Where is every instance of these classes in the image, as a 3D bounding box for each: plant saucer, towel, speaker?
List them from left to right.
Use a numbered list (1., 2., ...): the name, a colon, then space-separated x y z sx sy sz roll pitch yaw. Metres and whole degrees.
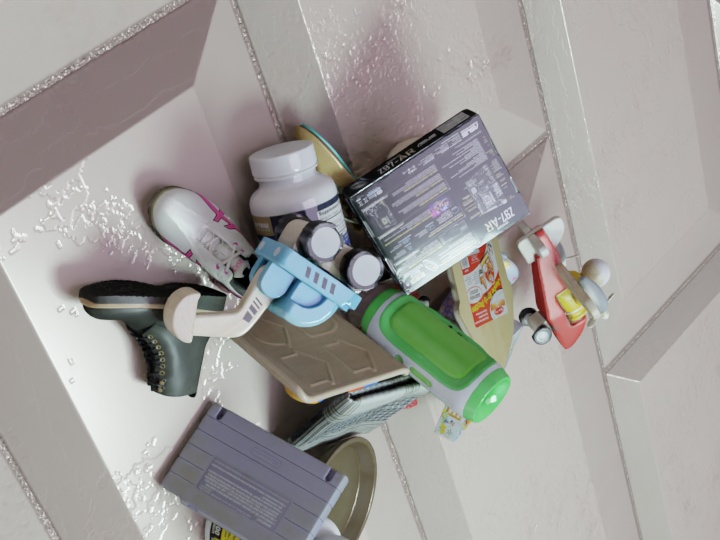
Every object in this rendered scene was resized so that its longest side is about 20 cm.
1. plant saucer: -0.037 0.325 1.736 0.200 0.029 0.200 -38 136 -49
2. towel: 0.004 0.194 1.677 0.200 0.193 0.035 -12 67 -44
3. speaker: 0.096 0.108 1.615 0.088 0.200 0.089 -39 152 -25

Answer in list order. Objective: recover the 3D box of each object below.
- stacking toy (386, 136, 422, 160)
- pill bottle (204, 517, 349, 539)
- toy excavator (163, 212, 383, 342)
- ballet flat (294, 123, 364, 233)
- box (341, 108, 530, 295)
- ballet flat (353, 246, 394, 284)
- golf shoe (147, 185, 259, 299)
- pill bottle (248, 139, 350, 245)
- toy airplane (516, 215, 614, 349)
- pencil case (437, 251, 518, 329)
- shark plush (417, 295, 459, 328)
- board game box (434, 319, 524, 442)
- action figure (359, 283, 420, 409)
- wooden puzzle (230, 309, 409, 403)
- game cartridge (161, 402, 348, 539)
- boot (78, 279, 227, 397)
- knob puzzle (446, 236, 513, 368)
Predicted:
1. stacking toy: 0.101 -0.075 1.747 0.146 0.146 0.200 -26 135 -39
2. pill bottle: -0.097 0.350 1.585 0.112 0.200 0.113 -15 111 -43
3. toy excavator: -0.101 0.025 1.432 0.194 0.100 0.200 34 83 -27
4. ballet flat: -0.033 -0.112 1.622 0.063 0.069 0.200 -52 133 -4
5. box: 0.099 -0.089 1.615 0.200 0.044 0.160 -34 114 -4
6. ballet flat: 0.000 0.000 1.673 0.200 0.046 0.068 -8 103 -29
7. golf shoe: -0.168 -0.031 1.481 0.073 0.092 0.200 -55 133 -10
8. pill bottle: -0.075 -0.055 1.550 0.111 0.111 0.200 -27 111 -39
9. toy airplane: 0.309 0.003 1.890 0.141 0.199 0.200 -14 73 -7
10. pencil case: 0.157 0.061 1.854 0.200 0.083 0.091 -58 158 -19
11. shark plush: 0.067 0.131 1.706 0.200 0.091 0.083 -47 163 -24
12. board game box: 0.179 0.158 1.860 0.200 0.034 0.135 -34 147 -62
13. action figure: 0.039 0.099 1.756 0.099 0.065 0.200 -12 112 -42
14. wooden puzzle: -0.066 0.105 1.570 0.200 0.185 0.046 -8 125 -46
15. game cartridge: -0.132 0.263 1.534 0.130 0.200 0.038 -58 161 -14
16. boot: -0.246 0.087 1.452 0.200 0.077 0.139 6 102 -46
17. knob puzzle: 0.166 0.043 1.755 0.220 0.030 0.220 32 52 -53
